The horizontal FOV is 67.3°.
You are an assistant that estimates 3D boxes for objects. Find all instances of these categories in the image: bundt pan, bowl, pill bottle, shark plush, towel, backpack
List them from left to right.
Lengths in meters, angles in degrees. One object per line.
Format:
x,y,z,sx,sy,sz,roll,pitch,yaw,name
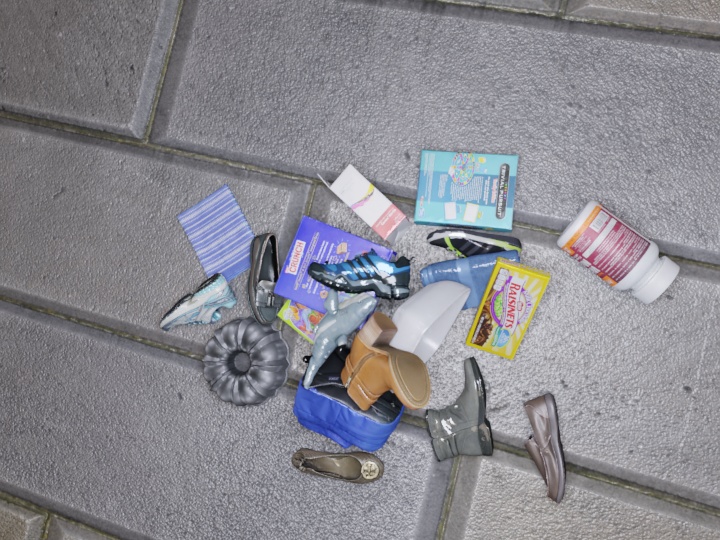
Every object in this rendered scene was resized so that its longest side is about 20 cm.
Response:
-0.320,-0.077,1.234,0.144,0.024,0.201,-31,80,7,towel
-0.256,0.199,1.173,0.199,0.076,0.205,-1,85,10,bundt pan
-0.052,0.117,0.974,0.200,0.091,0.083,-47,39,-12,shark plush
-0.015,0.260,1.078,0.198,0.163,0.169,21,128,8,backpack
0.110,0.113,1.028,0.074,0.199,0.201,36,130,20,bowl
0.224,0.021,1.075,0.198,0.049,0.113,-10,119,20,towel
0.486,-0.034,1.026,0.200,0.110,0.110,40,93,12,pill bottle

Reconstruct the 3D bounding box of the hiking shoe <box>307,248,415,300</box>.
0.000,0.000,1.024,0.198,0.074,0.088,11,80,0,hiking shoe

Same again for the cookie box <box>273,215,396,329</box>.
-0.050,0.003,1.100,0.198,0.075,0.173,22,90,11,cookie box

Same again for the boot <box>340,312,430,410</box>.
0.037,0.191,0.925,0.156,0.073,0.201,-61,36,29,boot

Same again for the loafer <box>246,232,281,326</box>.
-0.203,0.016,1.165,0.063,0.071,0.203,-19,72,49,loafer

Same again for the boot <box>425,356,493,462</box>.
0.189,0.280,1.086,0.129,0.068,0.203,-9,82,16,boot

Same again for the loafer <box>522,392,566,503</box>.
0.355,0.342,1.049,0.070,0.073,0.203,-9,79,21,loafer

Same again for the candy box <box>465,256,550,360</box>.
0.281,0.077,1.046,0.101,0.026,0.202,16,121,5,candy box

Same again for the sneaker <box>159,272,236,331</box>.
-0.361,0.094,1.202,0.199,0.078,0.087,-32,107,20,sneaker

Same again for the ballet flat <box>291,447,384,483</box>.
-0.050,0.407,1.129,0.197,0.046,0.068,6,87,12,ballet flat

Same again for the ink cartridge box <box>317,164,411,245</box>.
0.010,-0.147,1.126,0.200,0.116,0.068,44,95,11,ink cartridge box

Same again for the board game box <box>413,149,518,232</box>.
0.218,-0.165,1.122,0.197,0.047,0.153,6,87,11,board game box

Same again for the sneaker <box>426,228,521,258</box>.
0.230,-0.035,1.097,0.198,0.072,0.084,8,88,12,sneaker

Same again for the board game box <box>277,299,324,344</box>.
-0.066,0.056,1.161,0.134,0.045,0.201,36,93,12,board game box
